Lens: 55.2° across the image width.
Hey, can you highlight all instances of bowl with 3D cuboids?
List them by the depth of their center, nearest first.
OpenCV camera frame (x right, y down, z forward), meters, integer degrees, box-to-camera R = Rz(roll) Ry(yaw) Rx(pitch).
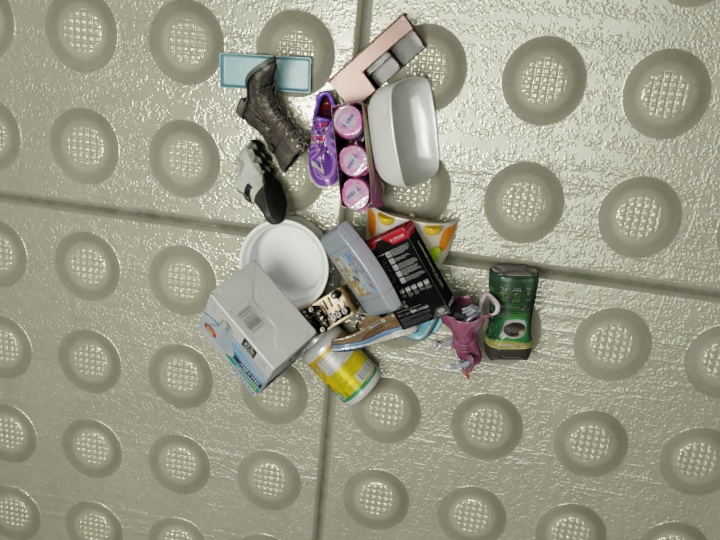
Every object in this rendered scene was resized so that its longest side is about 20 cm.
[{"bbox_3d":[0.080,-0.271,1.351,0.073,0.199,0.204,1,108,29],"label":"bowl"}]

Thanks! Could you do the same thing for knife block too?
[{"bbox_3d":[-0.043,0.072,1.429,0.175,0.199,0.065,-31,89,49],"label":"knife block"}]

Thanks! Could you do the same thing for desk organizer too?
[{"bbox_3d":[0.035,-0.413,1.372,0.199,0.072,0.077,-38,100,17],"label":"desk organizer"}]

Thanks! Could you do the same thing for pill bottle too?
[{"bbox_3d":[-0.057,0.194,1.541,0.112,0.113,0.200,-41,97,17],"label":"pill bottle"}]

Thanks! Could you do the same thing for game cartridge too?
[{"bbox_3d":[0.000,0.000,1.385,0.041,0.133,0.202,-35,95,-18],"label":"game cartridge"}]

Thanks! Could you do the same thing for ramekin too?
[{"bbox_3d":[-0.158,-0.022,1.501,0.196,0.098,0.205,2,107,7],"label":"ramekin"}]

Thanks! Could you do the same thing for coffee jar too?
[{"bbox_3d":[0.319,0.093,1.467,0.102,0.085,0.204,1,106,-3],"label":"coffee jar"}]

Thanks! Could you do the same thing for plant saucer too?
[{"bbox_3d":[-0.198,-0.412,1.435,0.195,0.019,0.071,5,107,6],"label":"plant saucer"}]

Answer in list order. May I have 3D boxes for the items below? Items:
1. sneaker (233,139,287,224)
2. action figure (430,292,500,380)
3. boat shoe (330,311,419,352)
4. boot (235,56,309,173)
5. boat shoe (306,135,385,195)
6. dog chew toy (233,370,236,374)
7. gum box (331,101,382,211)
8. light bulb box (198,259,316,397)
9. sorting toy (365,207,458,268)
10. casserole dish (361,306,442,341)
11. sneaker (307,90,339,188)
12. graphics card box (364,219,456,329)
[{"bbox_3d":[-0.217,-0.170,1.454,0.088,0.074,0.203,-33,61,25],"label":"sneaker"},{"bbox_3d":[0.226,0.142,1.478,0.146,0.135,0.203,-22,122,-4],"label":"action figure"},{"bbox_3d":[0.024,0.123,1.482,0.196,0.072,0.074,-15,85,-13],"label":"boat shoe"},{"bbox_3d":[-0.163,-0.312,1.394,0.175,0.069,0.200,49,146,5],"label":"boot"},{"bbox_3d":[-0.033,-0.215,1.442,0.198,0.065,0.074,35,110,-1],"label":"boat shoe"},{"bbox_3d":[-0.267,0.152,1.562,0.124,0.124,0.201,-39,89,17],"label":"dog chew toy"},{"bbox_3d":[-0.004,-0.214,1.350,0.065,0.113,0.205,-6,91,13],"label":"gum box"},{"bbox_3d":[-0.216,0.123,1.411,0.199,0.124,0.200,48,149,7],"label":"light bulb box"},{"bbox_3d":[0.093,-0.030,1.457,0.196,0.107,0.184,11,110,5],"label":"sorting toy"},{"bbox_3d":[0.091,0.083,1.526,0.197,0.039,0.123,27,109,-1],"label":"casserole dish"},{"bbox_3d":[-0.077,-0.265,1.386,0.079,0.083,0.205,-5,76,8],"label":"sneaker"},{"bbox_3d":[0.094,0.012,1.394,0.124,0.051,0.202,-23,104,33],"label":"graphics card box"}]
